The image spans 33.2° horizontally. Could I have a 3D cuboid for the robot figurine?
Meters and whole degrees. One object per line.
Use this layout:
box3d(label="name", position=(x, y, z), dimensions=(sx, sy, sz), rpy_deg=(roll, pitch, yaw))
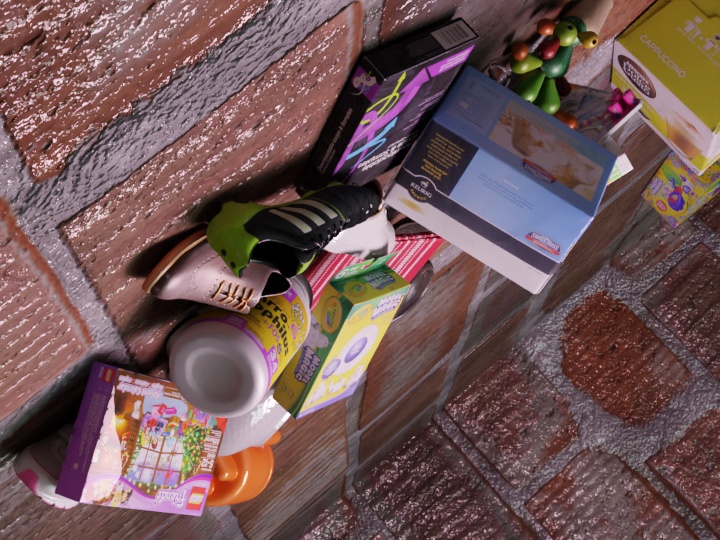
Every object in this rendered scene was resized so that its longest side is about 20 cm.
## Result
box3d(label="robot figurine", position=(-0.193, 0.276, 1.716), dimensions=(0.200, 0.116, 0.144), rpy_deg=(28, 82, -74))

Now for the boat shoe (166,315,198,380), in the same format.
box3d(label="boat shoe", position=(-0.176, 0.112, 1.389), dimensions=(0.074, 0.060, 0.200), rpy_deg=(-38, 165, -18))

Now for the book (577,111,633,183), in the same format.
box3d(label="book", position=(0.220, -0.102, 1.469), dimensions=(0.200, 0.048, 0.134), rpy_deg=(-32, -156, 8))

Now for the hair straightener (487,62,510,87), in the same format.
box3d(label="hair straightener", position=(0.131, -0.177, 1.450), dimensions=(0.077, 0.041, 0.200), rpy_deg=(-59, 175, -44))

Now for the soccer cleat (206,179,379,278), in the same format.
box3d(label="soccer cleat", position=(-0.056, -0.036, 1.163), dimensions=(0.200, 0.081, 0.068), rpy_deg=(-13, 153, -38))

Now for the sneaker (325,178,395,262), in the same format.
box3d(label="sneaker", position=(0.010, -0.061, 1.360), dimensions=(0.085, 0.073, 0.200), rpy_deg=(-48, 166, 14))

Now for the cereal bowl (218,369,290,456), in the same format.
box3d(label="cereal bowl", position=(-0.125, 0.156, 1.496), dimensions=(0.200, 0.083, 0.200), rpy_deg=(-48, -177, 4))

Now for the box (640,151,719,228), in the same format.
box3d(label="box", position=(0.809, -0.238, 2.897), dimensions=(0.192, 0.122, 0.200), rpy_deg=(-36, 164, -22))

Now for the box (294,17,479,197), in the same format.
box3d(label="box", position=(0.024, -0.154, 1.203), dimensions=(0.143, 0.036, 0.200), rpy_deg=(-31, 164, -38))

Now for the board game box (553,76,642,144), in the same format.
box3d(label="board game box", position=(0.222, -0.165, 1.497), dimensions=(0.200, 0.026, 0.200), rpy_deg=(-42, -156, -5))

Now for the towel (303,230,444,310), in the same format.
box3d(label="towel", position=(0.000, 0.000, 1.516), dimensions=(0.200, 0.023, 0.145), rpy_deg=(-5, 145, -39))

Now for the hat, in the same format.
box3d(label="hat", position=(0.045, 0.020, 1.674), dimensions=(0.201, 0.081, 0.201), rpy_deg=(-40, 167, -11))

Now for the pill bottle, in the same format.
box3d(label="pill bottle", position=(-0.116, 0.064, 1.270), dimensions=(0.104, 0.104, 0.200), rpy_deg=(-51, -178, 29))

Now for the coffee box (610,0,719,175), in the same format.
box3d(label="coffee box", position=(0.500, -0.296, 1.734), dimensions=(0.200, 0.200, 0.198), rpy_deg=(-42, 165, 0))

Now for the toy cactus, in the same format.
box3d(label="toy cactus", position=(0.243, -0.256, 1.405), dimensions=(0.165, 0.102, 0.200), rpy_deg=(-52, 162, -11))

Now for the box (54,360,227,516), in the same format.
box3d(label="box", position=(-0.222, 0.181, 1.270), dimensions=(0.200, 0.039, 0.137), rpy_deg=(25, 79, -57))

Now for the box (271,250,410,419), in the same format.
box3d(label="box", position=(-0.017, 0.071, 1.386), dimensions=(0.117, 0.048, 0.200), rpy_deg=(-18, 140, -52))

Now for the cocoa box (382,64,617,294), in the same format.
box3d(label="cocoa box", position=(0.153, -0.100, 1.309), dimensions=(0.131, 0.200, 0.133), rpy_deg=(-59, 180, 42))

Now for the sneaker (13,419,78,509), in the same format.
box3d(label="sneaker", position=(-0.289, 0.184, 1.283), dimensions=(0.088, 0.081, 0.200), rpy_deg=(-52, 170, 18))

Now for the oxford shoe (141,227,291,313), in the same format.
box3d(label="oxford shoe", position=(-0.131, 0.004, 1.169), dimensions=(0.071, 0.073, 0.200), rpy_deg=(-49, 164, 27))
